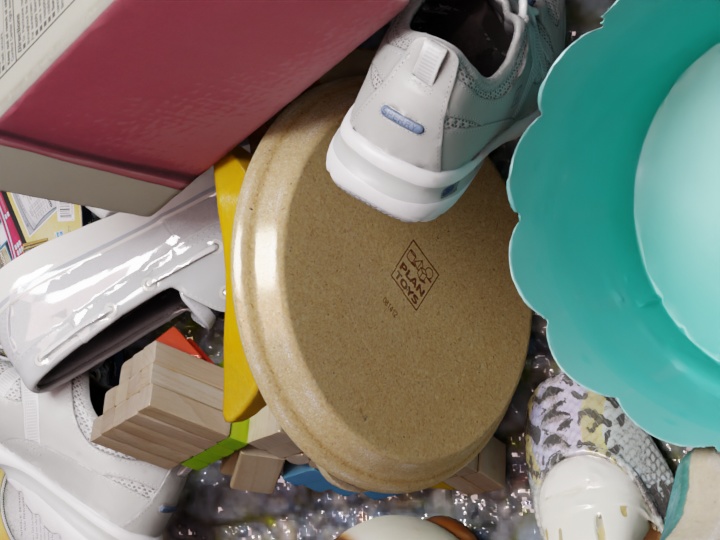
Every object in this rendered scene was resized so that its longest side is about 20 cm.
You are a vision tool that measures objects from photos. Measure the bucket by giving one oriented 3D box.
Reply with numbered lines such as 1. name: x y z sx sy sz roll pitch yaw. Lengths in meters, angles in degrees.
1. bucket: 0.176 -0.027 0.717 0.205 0.135 0.209 2 95 25

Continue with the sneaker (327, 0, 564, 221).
1. sneaker: 0.054 -0.098 0.734 0.074 0.200 0.082 28 127 1

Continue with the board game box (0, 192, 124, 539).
1. board game box: -0.194 0.051 0.957 0.134 0.035 0.202 -1 93 26

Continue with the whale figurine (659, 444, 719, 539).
1. whale figurine: 0.172 0.168 0.718 0.103 0.160 0.200 -26 114 41

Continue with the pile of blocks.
1. pile of blocks: -0.027 0.067 0.845 0.198 0.082 0.063 11 60 -9

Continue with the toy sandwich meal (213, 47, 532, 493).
1. toy sandwich meal: 0.000 0.000 0.789 0.070 0.204 0.207 -9 90 45

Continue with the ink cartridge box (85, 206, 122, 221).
1. ink cartridge box: -0.148 -0.139 0.894 0.199 0.084 0.146 37 106 19

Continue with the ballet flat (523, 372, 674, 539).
1. ballet flat: 0.121 0.143 0.793 0.072 0.072 0.202 -23 83 25

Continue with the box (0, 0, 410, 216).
1. box: -0.085 -0.125 0.708 0.200 0.108 0.129 -33 55 45

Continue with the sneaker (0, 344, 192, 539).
1. sneaker: -0.165 0.067 0.897 0.199 0.075 0.082 37 92 12

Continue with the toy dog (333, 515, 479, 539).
1. toy dog: 0.035 0.208 0.793 0.201 0.139 0.195 56 142 29

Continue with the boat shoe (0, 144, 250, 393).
1. boat shoe: -0.085 -0.003 0.849 0.199 0.072 0.069 -24 72 -7
